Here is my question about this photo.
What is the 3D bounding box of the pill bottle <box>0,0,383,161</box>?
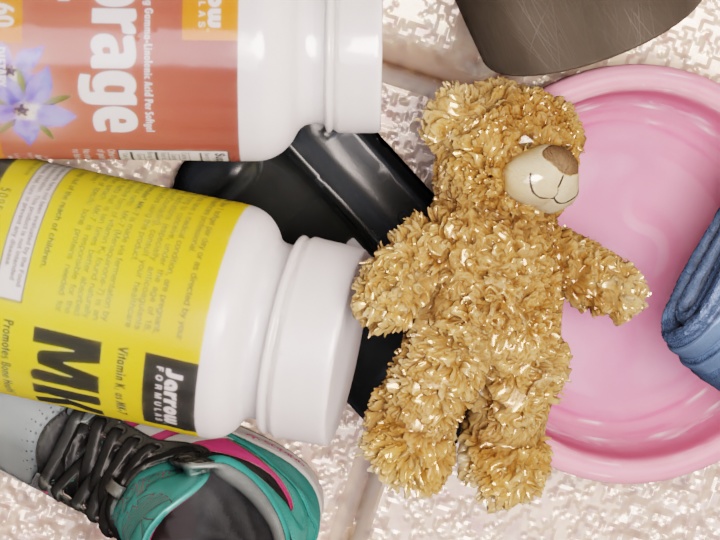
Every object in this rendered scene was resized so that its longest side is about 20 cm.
[{"bbox_3d":[-0.089,-0.107,1.332,0.198,0.112,0.113,0,103,0],"label":"pill bottle"}]

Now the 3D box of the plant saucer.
[{"bbox_3d":[0.128,0.001,1.390,0.199,0.051,0.202,-1,93,-14],"label":"plant saucer"}]

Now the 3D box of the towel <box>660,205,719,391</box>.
[{"bbox_3d":[0.236,0.033,1.371,0.199,0.048,0.112,31,82,-33],"label":"towel"}]

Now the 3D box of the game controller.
[{"bbox_3d":[0.000,0.000,1.419,0.104,0.042,0.200,-38,101,22],"label":"game controller"}]

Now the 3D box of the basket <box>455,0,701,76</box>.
[{"bbox_3d":[0.077,-0.202,1.313,0.135,0.180,0.201,-8,114,30],"label":"basket"}]

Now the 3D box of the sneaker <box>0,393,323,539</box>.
[{"bbox_3d":[-0.113,0.106,1.393,0.199,0.121,0.084,20,102,-5],"label":"sneaker"}]

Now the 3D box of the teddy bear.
[{"bbox_3d":[0.062,0.014,1.315,0.144,0.067,0.201,27,87,-16],"label":"teddy bear"}]

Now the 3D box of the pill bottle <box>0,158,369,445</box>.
[{"bbox_3d":[-0.102,0.016,1.360,0.199,0.114,0.115,12,103,8],"label":"pill bottle"}]
